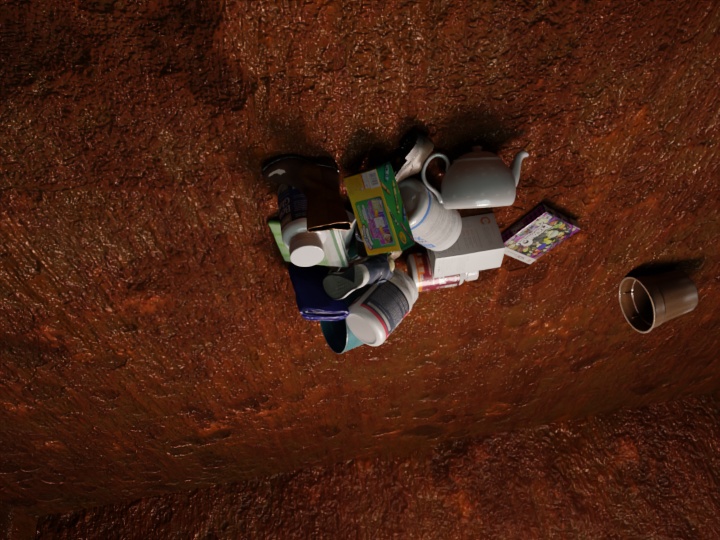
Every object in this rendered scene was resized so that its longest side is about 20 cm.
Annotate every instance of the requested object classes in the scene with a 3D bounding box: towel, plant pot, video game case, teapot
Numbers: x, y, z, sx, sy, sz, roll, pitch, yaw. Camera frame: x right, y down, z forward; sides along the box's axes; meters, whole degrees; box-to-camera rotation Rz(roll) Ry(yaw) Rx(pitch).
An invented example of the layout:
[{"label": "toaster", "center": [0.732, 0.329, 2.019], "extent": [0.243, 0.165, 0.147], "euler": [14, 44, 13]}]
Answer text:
[{"label": "towel", "center": [-0.132, -0.075, 1.609], "extent": [0.196, 0.031, 0.151], "euler": [7, 138, 22]}, {"label": "towel", "center": [-0.124, 0.064, 1.735], "extent": [0.145, 0.201, 0.050], "euler": [8, 126, -25]}, {"label": "plant pot", "center": [-0.007, 0.135, 1.901], "extent": [0.185, 0.202, 0.201], "euler": [-12, 150, -27]}, {"label": "video game case", "center": [0.523, -0.104, 1.833], "extent": [0.179, 0.036, 0.199], "euler": [17, 137, -37]}, {"label": "plant pot", "center": [1.053, 0.096, 2.163], "extent": [0.194, 0.203, 0.202], "euler": [-15, 148, -9]}, {"label": "teapot", "center": [0.279, -0.227, 1.489], "extent": [0.195, 0.149, 0.198], "euler": [0, -174, 43]}]

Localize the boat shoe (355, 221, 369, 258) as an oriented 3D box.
[{"label": "boat shoe", "center": [0.015, -0.110, 1.593], "extent": [0.071, 0.073, 0.203], "euler": [18, 126, 13]}]

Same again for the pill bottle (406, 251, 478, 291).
[{"label": "pill bottle", "center": [0.243, -0.006, 1.821], "extent": [0.196, 0.116, 0.115], "euler": [-9, 147, -3]}]

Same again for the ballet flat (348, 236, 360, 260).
[{"label": "ballet flat", "center": [0.036, -0.097, 1.684], "extent": [0.071, 0.073, 0.199], "euler": [22, 134, -40]}]

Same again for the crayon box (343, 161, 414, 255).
[{"label": "crayon box", "center": [0.043, -0.143, 1.462], "extent": [0.058, 0.204, 0.118], "euler": [-27, -166, -39]}]

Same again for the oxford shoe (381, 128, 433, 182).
[{"label": "oxford shoe", "center": [0.104, -0.242, 1.471], "extent": [0.083, 0.074, 0.200], "euler": [13, 140, -36]}]

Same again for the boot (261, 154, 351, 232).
[{"label": "boot", "center": [-0.126, -0.164, 1.398], "extent": [0.184, 0.203, 0.069], "euler": [1, 146, -18]}]

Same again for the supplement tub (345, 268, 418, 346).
[{"label": "supplement tub", "center": [0.062, 0.103, 1.762], "extent": [0.200, 0.139, 0.141], "euler": [-44, 162, -31]}]

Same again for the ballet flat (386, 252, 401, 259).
[{"label": "ballet flat", "center": [0.049, -0.017, 1.796], "extent": [0.067, 0.069, 0.199], "euler": [8, 144, -45]}]

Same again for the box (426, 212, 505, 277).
[{"label": "box", "center": [0.291, -0.071, 1.731], "extent": [0.196, 0.126, 0.098], "euler": [-9, 147, -3]}]

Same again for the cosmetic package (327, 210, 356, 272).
[{"label": "cosmetic package", "center": [-0.070, -0.085, 1.635], "extent": [0.082, 0.051, 0.201], "euler": [28, 144, 9]}]

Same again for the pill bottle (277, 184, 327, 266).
[{"label": "pill bottle", "center": [-0.138, -0.115, 1.467], "extent": [0.109, 0.203, 0.112], "euler": [-8, 147, -5]}]

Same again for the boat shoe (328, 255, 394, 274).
[{"label": "boat shoe", "center": [0.000, 0.000, 1.742], "extent": [0.197, 0.066, 0.075], "euler": [-9, 106, 27]}]

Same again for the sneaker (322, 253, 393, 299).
[{"label": "sneaker", "center": [-0.001, 0.016, 1.671], "extent": [0.145, 0.078, 0.201], "euler": [-22, -178, -40]}]

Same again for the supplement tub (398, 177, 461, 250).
[{"label": "supplement tub", "center": [0.160, -0.140, 1.572], "extent": [0.131, 0.134, 0.199], "euler": [-30, 146, 27]}]
